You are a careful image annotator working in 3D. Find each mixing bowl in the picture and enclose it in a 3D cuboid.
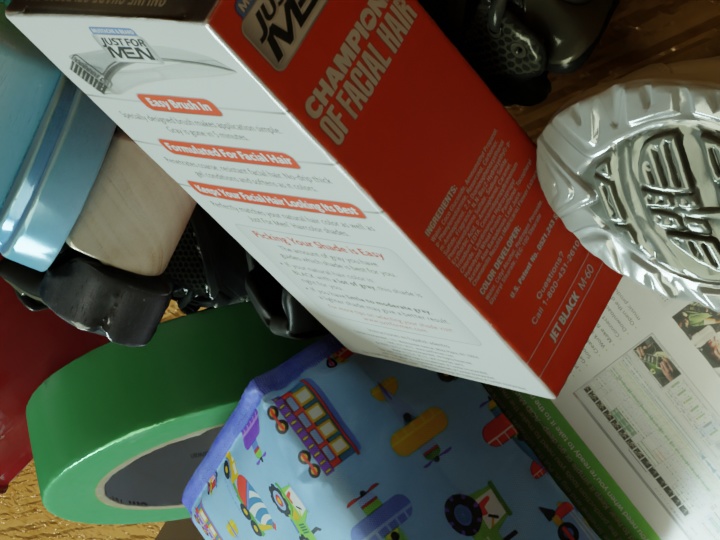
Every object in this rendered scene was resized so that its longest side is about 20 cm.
[{"bbox_3d":[-0.196,0.005,0.938,0.201,0.108,0.200,58,176,7],"label":"mixing bowl"}]

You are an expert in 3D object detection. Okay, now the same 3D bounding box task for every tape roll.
[{"bbox_3d":[-0.063,0.072,0.882,0.199,0.049,0.201,-13,161,-5],"label":"tape roll"}]

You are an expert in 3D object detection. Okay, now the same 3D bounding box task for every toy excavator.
[{"bbox_3d":[-0.154,-0.079,0.704,0.199,0.100,0.195,25,-166,-18],"label":"toy excavator"}]

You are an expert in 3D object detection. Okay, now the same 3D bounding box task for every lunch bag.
[{"bbox_3d":[-0.006,0.127,0.756,0.151,0.094,0.200,53,142,9],"label":"lunch bag"}]

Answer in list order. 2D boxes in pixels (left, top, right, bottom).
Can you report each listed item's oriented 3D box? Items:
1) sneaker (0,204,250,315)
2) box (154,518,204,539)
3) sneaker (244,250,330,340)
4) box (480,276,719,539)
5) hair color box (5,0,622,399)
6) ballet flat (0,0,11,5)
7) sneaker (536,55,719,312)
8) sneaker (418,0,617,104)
[{"bbox_3d":[-0.102,-0.001,0.872,0.199,0.115,0.076,44,151,-25],"label":"sneaker"},{"bbox_3d":[-0.060,0.277,1.166,0.198,0.201,0.172,22,148,17],"label":"box"},{"bbox_3d":[0.000,0.000,0.780,0.200,0.100,0.069,47,151,-23],"label":"sneaker"},{"bbox_3d":[0.126,0.034,0.676,0.145,0.036,0.200,52,132,5],"label":"box"},{"bbox_3d":[-0.009,-0.043,0.597,0.110,0.064,0.200,11,154,47],"label":"hair color box"},{"bbox_3d":[-0.140,-0.112,0.798,0.199,0.074,0.074,33,152,6],"label":"ballet flat"},{"bbox_3d":[0.155,-0.042,0.556,0.199,0.099,0.078,-1,116,26],"label":"sneaker"},{"bbox_3d":[0.020,-0.126,0.583,0.114,0.077,0.200,8,146,34],"label":"sneaker"}]
